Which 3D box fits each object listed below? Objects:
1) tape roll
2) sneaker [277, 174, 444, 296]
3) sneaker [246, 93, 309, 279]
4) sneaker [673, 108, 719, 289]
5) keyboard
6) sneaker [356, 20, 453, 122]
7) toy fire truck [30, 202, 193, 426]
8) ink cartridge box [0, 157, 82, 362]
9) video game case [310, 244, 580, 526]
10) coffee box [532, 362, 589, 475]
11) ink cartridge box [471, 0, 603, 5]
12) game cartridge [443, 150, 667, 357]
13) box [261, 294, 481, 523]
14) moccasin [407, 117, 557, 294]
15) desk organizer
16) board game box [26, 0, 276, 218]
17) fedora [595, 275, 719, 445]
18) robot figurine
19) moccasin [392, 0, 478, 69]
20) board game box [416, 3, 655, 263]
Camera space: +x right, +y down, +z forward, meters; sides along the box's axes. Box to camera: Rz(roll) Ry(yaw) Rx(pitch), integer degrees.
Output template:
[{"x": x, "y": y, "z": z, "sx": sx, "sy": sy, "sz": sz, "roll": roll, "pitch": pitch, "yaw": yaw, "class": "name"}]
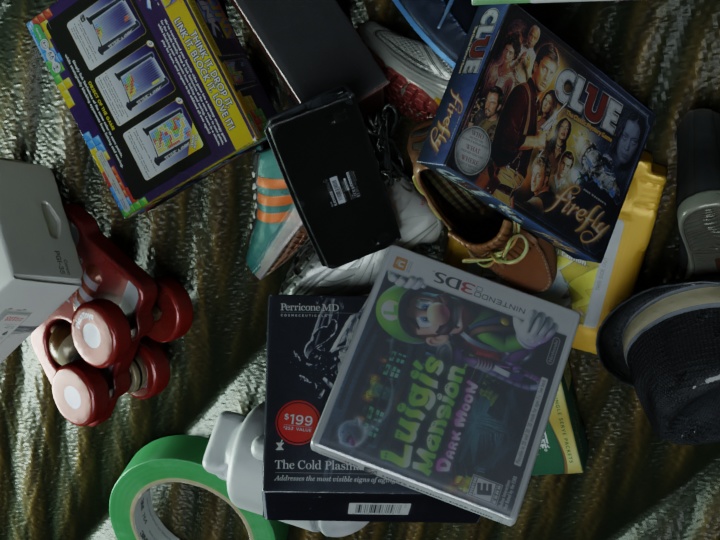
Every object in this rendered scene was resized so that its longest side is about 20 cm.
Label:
[{"x": -0.180, "y": 0.278, "z": 1.427, "sx": 0.199, "sy": 0.048, "sz": 0.201, "roll": 8, "pitch": 120, "yaw": 13, "class": "tape roll"}, {"x": 0.000, "y": 0.000, "z": 1.191, "sx": 0.099, "sy": 0.078, "sz": 0.200, "roll": 38, "pitch": 119, "yaw": -16, "class": "sneaker"}, {"x": -0.067, "y": -0.081, "z": 1.179, "sx": 0.080, "sy": 0.071, "sz": 0.200, "roll": 40, "pitch": 127, "yaw": 11, "class": "sneaker"}, {"x": 0.306, "y": -0.043, "z": 1.081, "sx": 0.074, "sy": 0.107, "sz": 0.200, "roll": -3, "pitch": 147, "yaw": 16, "class": "sneaker"}, {"x": -0.011, "y": -0.084, "z": 1.066, "sx": 0.104, "sy": 0.040, "sz": 0.200, "roll": -20, "pitch": 144, "yaw": 0, "class": "keyboard"}, {"x": 0.084, "y": -0.161, "z": 1.084, "sx": 0.199, "sy": 0.082, "sz": 0.078, "roll": 30, "pitch": 168, "yaw": 13, "class": "sneaker"}, {"x": -0.277, "y": 0.052, "z": 1.306, "sx": 0.168, "sy": 0.112, "sz": 0.201, "roll": 41, "pitch": 125, "yaw": 21, "class": "toy fire truck"}, {"x": -0.379, "y": 0.001, "z": 1.271, "sx": 0.200, "sy": 0.083, "sz": 0.147, "roll": -39, "pitch": 61, "yaw": 32, "class": "ink cartridge box"}, {"x": 0.076, "y": 0.093, "z": 1.092, "sx": 0.181, "sy": 0.201, "sz": 0.023, "roll": 20, "pitch": 156, "yaw": 5, "class": "video game case"}, {"x": 0.116, "y": 0.146, "z": 1.258, "sx": 0.199, "sy": 0.044, "sz": 0.124, "roll": -6, "pitch": 117, "yaw": 20, "class": "coffee box"}, {"x": 0.188, "y": -0.259, "z": 0.942, "sx": 0.199, "sy": 0.145, "sz": 0.088, "roll": 0, "pitch": 119, "yaw": 17, "class": "ink cartridge box"}, {"x": 0.168, "y": -0.029, "z": 1.149, "sx": 0.175, "sy": 0.032, "sz": 0.201, "roll": 14, "pitch": 123, "yaw": 9, "class": "game cartridge"}, {"x": 0.012, "y": 0.124, "z": 1.145, "sx": 0.199, "sy": 0.183, "sz": 0.104, "roll": 1, "pitch": 155, "yaw": -3, "class": "box"}, {"x": 0.107, "y": -0.042, "z": 1.079, "sx": 0.073, "sy": 0.078, "sz": 0.202, "roll": -13, "pitch": 136, "yaw": 26, "class": "moccasin"}, {"x": -0.058, "y": -0.212, "z": 1.076, "sx": 0.072, "sy": 0.077, "sz": 0.201, "roll": -32, "pitch": 83, "yaw": -2, "class": "desk organizer"}, {"x": -0.184, "y": -0.173, "z": 1.135, "sx": 0.165, "sy": 0.057, "sz": 0.201, "roll": -26, "pitch": 92, "yaw": 27, "class": "board game box"}, {"x": 0.295, "y": 0.090, "z": 1.099, "sx": 0.199, "sy": 0.092, "sz": 0.201, "roll": 6, "pitch": 146, "yaw": 4, "class": "fedora"}, {"x": -0.058, "y": 0.202, "z": 1.298, "sx": 0.199, "sy": 0.170, "sz": 0.114, "roll": 14, "pitch": 79, "yaw": 16, "class": "robot figurine"}, {"x": 0.061, "y": -0.233, "z": 1.014, "sx": 0.068, "sy": 0.080, "sz": 0.200, "roll": -43, "pitch": 82, "yaw": 28, "class": "moccasin"}, {"x": 0.144, "y": -0.105, "z": 1.005, "sx": 0.200, "sy": 0.136, "sz": 0.035, "roll": 26, "pitch": 172, "yaw": -39, "class": "board game box"}]
